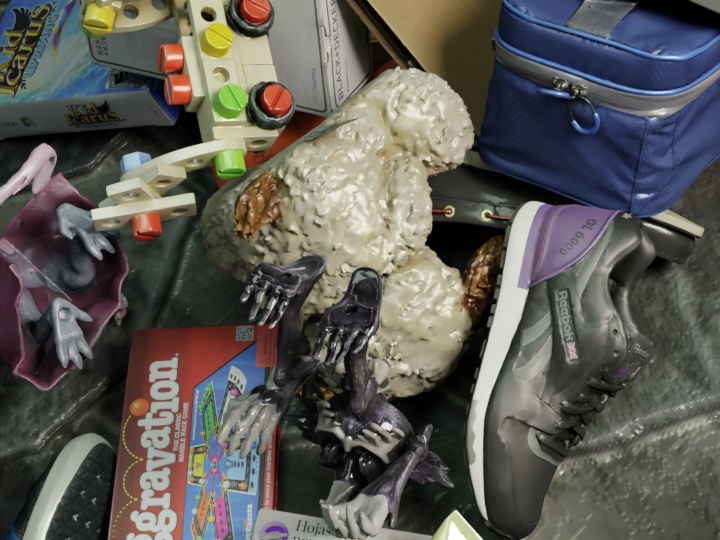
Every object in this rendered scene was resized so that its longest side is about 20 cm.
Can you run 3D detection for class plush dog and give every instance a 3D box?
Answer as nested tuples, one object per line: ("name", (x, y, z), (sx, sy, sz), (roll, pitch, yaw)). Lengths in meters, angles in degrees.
("plush dog", (0.000, 0.000, 0.834), (0.200, 0.172, 0.161), (-33, 11, 21))

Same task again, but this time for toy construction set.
("toy construction set", (-0.116, -0.120, 0.830), (0.131, 0.092, 0.201), (-5, 86, -25))

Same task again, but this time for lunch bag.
("lunch bag", (0.163, -0.134, 0.854), (0.136, 0.133, 0.200), (23, 38, 24))

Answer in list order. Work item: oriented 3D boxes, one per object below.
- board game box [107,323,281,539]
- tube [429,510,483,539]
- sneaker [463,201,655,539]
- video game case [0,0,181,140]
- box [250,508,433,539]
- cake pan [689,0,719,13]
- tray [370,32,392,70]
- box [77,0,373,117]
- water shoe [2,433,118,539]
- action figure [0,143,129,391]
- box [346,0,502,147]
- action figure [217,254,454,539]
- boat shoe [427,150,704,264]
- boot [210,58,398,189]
("board game box", (-0.103, 0.124, 0.868), (0.103, 0.019, 0.200), (-4, 57, 6))
("tube", (0.006, 0.226, 0.737), (0.200, 0.058, 0.052), (-44, 33, 0))
("sneaker", (0.119, 0.058, 0.791), (0.087, 0.076, 0.201), (5, 80, 29))
("video game case", (-0.200, -0.199, 1.081), (0.181, 0.045, 0.200), (-3, 57, 28))
("box", (0.035, 0.173, 0.780), (0.199, 0.041, 0.039), (6, 59, 14))
("cake pan", (0.214, -0.201, 0.822), (0.200, 0.037, 0.200), (16, 33, -11))
("tray", (0.075, -0.197, 1.025), (0.199, 0.037, 0.099), (3, 58, 19))
("box", (-0.094, -0.182, 0.922), (0.200, 0.117, 0.060), (15, 44, 25))
("water shoe", (-0.214, 0.185, 0.836), (0.079, 0.072, 0.200), (5, 57, 24))
("action figure", (-0.237, 0.016, 0.906), (0.134, 0.149, 0.200), (-48, 25, -27))
("box", (0.076, -0.210, 0.916), (0.021, 0.163, 0.200), (1, 53, 49))
("action figure", (-0.018, 0.084, 0.759), (0.119, 0.200, 0.102), (23, 55, 30))
("boat shoe", (0.119, -0.035, 0.892), (0.201, 0.074, 0.063), (15, 94, 15))
("boot", (-0.020, -0.110, 0.976), (0.200, 0.075, 0.107), (-35, 50, -6))
